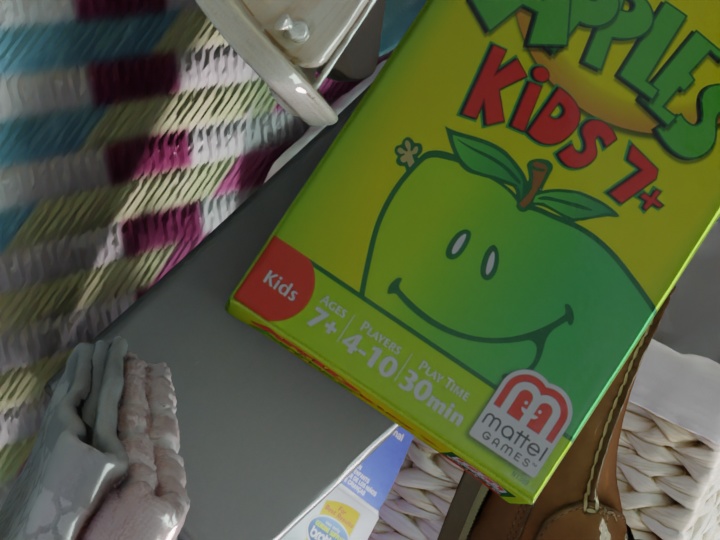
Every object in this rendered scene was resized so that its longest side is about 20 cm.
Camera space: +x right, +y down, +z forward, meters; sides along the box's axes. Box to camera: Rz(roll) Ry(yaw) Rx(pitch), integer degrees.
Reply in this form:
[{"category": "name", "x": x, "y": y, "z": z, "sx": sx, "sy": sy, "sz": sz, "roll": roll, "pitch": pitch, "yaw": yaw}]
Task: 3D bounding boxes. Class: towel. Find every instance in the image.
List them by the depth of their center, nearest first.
[{"category": "towel", "x": -0.102, "y": 0.108, "z": 0.605, "sx": 0.191, "sy": 0.032, "sz": 0.200, "roll": -59, "pitch": -173, "yaw": 2}]

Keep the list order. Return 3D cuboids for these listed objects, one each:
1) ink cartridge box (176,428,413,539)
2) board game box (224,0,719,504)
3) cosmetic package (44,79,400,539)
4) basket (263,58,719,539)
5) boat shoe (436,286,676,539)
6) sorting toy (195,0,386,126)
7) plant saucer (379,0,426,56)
[{"category": "ink cartridge box", "x": -0.068, "y": 0.112, "z": 0.892, "sx": 0.119, "sy": 0.042, "sz": 0.200, "roll": 40, "pitch": 74, "yaw": -39}, {"category": "board game box", "x": 0.058, "y": -0.045, "z": 0.743, "sx": 0.200, "sy": 0.101, "sz": 0.048, "roll": -56, "pitch": -179, "yaw": -6}, {"category": "cosmetic package", "x": 0.000, "y": 0.000, "z": 0.813, "sx": 0.200, "sy": 0.090, "sz": 0.107, "roll": -40, "pitch": -177, "yaw": -10}, {"category": "basket", "x": 0.074, "y": 0.025, "z": 1.017, "sx": 0.198, "sy": 0.199, "sz": 0.161, "roll": -44, "pitch": 154, "yaw": -54}, {"category": "boat shoe", "x": 0.057, "y": 0.087, "z": 0.811, "sx": 0.201, "sy": 0.068, "sz": 0.072, "roll": -64, "pitch": 172, "yaw": 11}, {"category": "sorting toy", "x": 0.014, "y": -0.133, "z": 0.767, "sx": 0.200, "sy": 0.107, "sz": 0.180, "roll": -56, "pitch": 163, "yaw": -5}, {"category": "plant saucer", "x": 0.024, "y": -0.170, "z": 0.903, "sx": 0.200, "sy": 0.027, "sz": 0.200, "roll": -56, "pitch": 160, "yaw": -32}]
